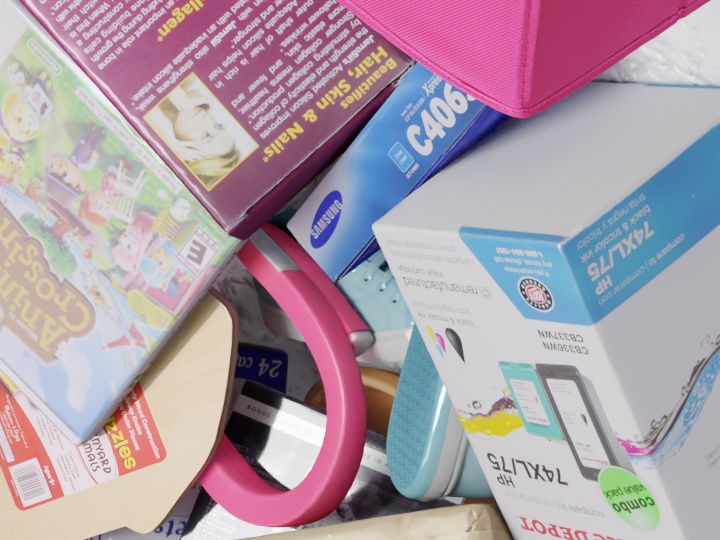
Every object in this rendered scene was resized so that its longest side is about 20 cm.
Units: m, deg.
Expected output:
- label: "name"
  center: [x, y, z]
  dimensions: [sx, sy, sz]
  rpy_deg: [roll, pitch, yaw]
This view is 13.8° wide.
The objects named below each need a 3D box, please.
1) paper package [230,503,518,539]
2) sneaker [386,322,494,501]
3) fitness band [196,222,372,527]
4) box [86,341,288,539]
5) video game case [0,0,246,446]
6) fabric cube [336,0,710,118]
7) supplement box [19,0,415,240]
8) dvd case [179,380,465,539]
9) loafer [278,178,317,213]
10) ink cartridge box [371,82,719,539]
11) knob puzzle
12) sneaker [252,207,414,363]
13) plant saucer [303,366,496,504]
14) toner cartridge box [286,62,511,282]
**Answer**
- label: "paper package"
  center: [0.019, 0.188, 1.605]
  dimensions: [0.191, 0.200, 0.103]
  rpy_deg: [-10, 81, 18]
- label: "sneaker"
  center: [0.099, 0.035, 1.603]
  dimensions: [0.080, 0.131, 0.200]
  rpy_deg: [-129, 53, -63]
- label: "fitness band"
  center: [-0.063, 0.055, 1.704]
  dimensions: [0.200, 0.037, 0.144]
  rpy_deg: [50, 124, 32]
- label: "box"
  center: [-0.122, 0.148, 1.858]
  dimensions: [0.184, 0.105, 0.200]
  rpy_deg: [155, 121, -75]
- label: "video game case"
  center: [-0.178, -0.030, 1.682]
  dimensions: [0.200, 0.022, 0.182]
  rpy_deg: [44, 118, 10]
- label: "fabric cube"
  center: [0.071, -0.223, 1.234]
  dimensions: [0.196, 0.200, 0.199]
  rpy_deg: [38, 146, 28]
- label: "supplement box"
  center: [-0.081, -0.132, 1.529]
  dimensions: [0.200, 0.131, 0.103]
  rpy_deg: [49, -179, 3]
- label: "dvd case"
  center: [-0.038, 0.183, 1.736]
  dimensions: [0.149, 0.200, 0.016]
  rpy_deg: [22, 179, 13]
- label: "loafer"
  center: [-0.090, -0.123, 1.715]
  dimensions: [0.200, 0.070, 0.070]
  rpy_deg: [50, 120, 9]
- label: "ink cartridge box"
  center: [0.134, 0.029, 1.462]
  dimensions: [0.147, 0.146, 0.200]
  rpy_deg: [6, 127, 53]
- label: "knob puzzle"
  center: [-0.152, 0.057, 1.725]
  dimensions: [0.220, 0.030, 0.220]
  rpy_deg: [4, 100, 22]
- label: "sneaker"
  center: [0.000, 0.000, 1.700]
  dimensions: [0.200, 0.074, 0.082]
  rpy_deg: [5, 121, 47]
- label: "plant saucer"
  center: [0.045, 0.139, 1.817]
  dimensions: [0.200, 0.037, 0.200]
  rpy_deg: [35, 146, 28]
- label: "toner cartridge box"
  center: [0.043, -0.076, 1.511]
  dimensions: [0.043, 0.095, 0.200]
  rpy_deg: [50, 142, 7]
